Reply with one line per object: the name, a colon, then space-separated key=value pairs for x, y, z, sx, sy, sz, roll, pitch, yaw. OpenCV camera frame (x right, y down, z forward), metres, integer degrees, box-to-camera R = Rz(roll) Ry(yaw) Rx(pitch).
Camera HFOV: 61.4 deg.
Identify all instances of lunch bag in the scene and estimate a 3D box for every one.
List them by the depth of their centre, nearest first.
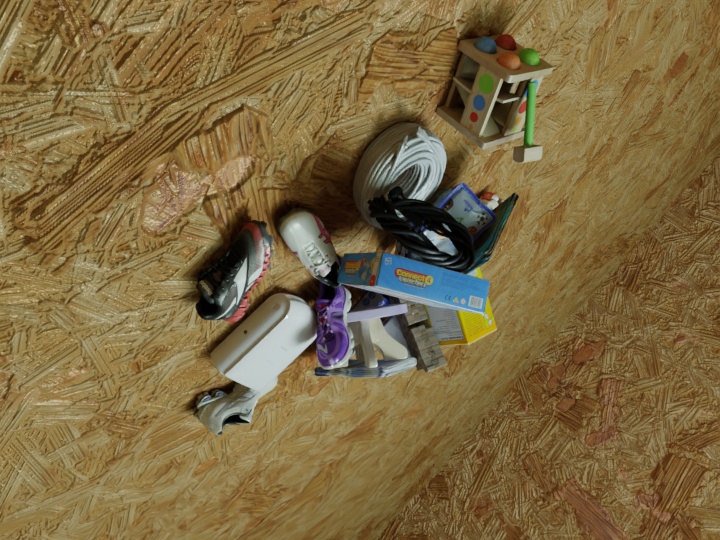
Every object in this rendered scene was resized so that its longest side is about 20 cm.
lunch bag: x=0.149 y=-0.073 z=1.233 sx=0.200 sy=0.124 sz=0.170 roll=-47 pitch=-173 yaw=-1

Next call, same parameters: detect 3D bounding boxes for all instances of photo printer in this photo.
photo printer: x=-0.175 y=0.137 z=1.191 sx=0.200 sy=0.069 sz=0.167 roll=-43 pitch=152 yaw=-3

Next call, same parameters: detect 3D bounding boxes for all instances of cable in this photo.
cable: x=0.106 y=-0.070 z=1.003 sx=0.163 sy=0.200 sz=0.051 roll=-18 pitch=146 yaw=-58
cable: x=0.071 y=-0.172 z=1.117 sx=0.201 sy=0.069 sz=0.199 roll=-53 pitch=151 yaw=16

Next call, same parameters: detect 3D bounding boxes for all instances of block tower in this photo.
block tower: x=0.127 y=0.131 z=1.376 sx=0.054 sy=0.202 sz=0.058 roll=-17 pitch=167 yaw=-21

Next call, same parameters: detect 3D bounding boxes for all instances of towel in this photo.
towel: x=0.238 y=-0.061 z=1.213 sx=0.147 sy=0.022 sz=0.201 roll=-41 pitch=-167 yaw=52
towel: x=0.012 y=0.213 z=1.354 sx=0.146 sy=0.198 sz=0.024 roll=-6 pitch=90 yaw=-54

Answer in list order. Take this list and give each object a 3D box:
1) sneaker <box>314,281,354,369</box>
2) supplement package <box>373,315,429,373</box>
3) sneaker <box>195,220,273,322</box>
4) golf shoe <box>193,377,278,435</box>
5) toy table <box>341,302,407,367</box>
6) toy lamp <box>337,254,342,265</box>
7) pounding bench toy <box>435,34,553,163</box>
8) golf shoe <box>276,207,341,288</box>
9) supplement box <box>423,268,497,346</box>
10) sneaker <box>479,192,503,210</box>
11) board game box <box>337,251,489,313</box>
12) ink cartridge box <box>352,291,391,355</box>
sneaker: x=-0.065 y=0.100 z=1.194 sx=0.080 sy=0.201 sz=0.084 roll=-18 pitch=140 yaw=17
supplement package: x=0.137 y=0.132 z=1.474 sx=0.200 sy=0.120 sz=0.121 roll=-43 pitch=178 yaw=-23
sneaker: x=-0.209 y=0.007 z=0.978 sx=0.097 sy=0.071 sz=0.201 roll=-8 pitch=136 yaw=-51
golf shoe: x=-0.242 y=0.279 z=1.261 sx=0.199 sy=0.097 sz=0.079 roll=-22 pitch=143 yaw=-38
toy table: x=0.009 y=0.141 z=1.306 sx=0.198 sy=0.119 sz=0.184 roll=-7 pitch=179 yaw=2
toy lamp: x=0.000 y=0.000 z=1.257 sx=0.199 sy=0.058 sz=0.058 roll=5 pitch=125 yaw=-55
pounding bench toy: x=0.260 y=-0.303 z=1.057 sx=0.124 sy=0.200 sz=0.157 roll=-22 pitch=145 yaw=-35
golf shoe: x=-0.078 y=-0.038 z=1.067 sx=0.072 sy=0.092 sz=0.200 roll=-36 pitch=149 yaw=2
supplement box: x=0.211 y=0.058 z=1.369 sx=0.109 sy=0.202 sz=0.108 roll=-18 pitch=-176 yaw=-38
sneaker: x=0.280 y=-0.144 z=1.443 sx=0.199 sy=0.070 sz=0.094 roll=0 pitch=111 yaw=-50
board game box: x=0.085 y=0.019 z=1.040 sx=0.198 sy=0.196 sz=0.056 roll=15 pitch=86 yaw=-20
ink cartridge box: x=-0.007 y=0.135 z=1.434 sx=0.200 sy=0.044 sz=0.094 roll=-48 pitch=153 yaw=5
